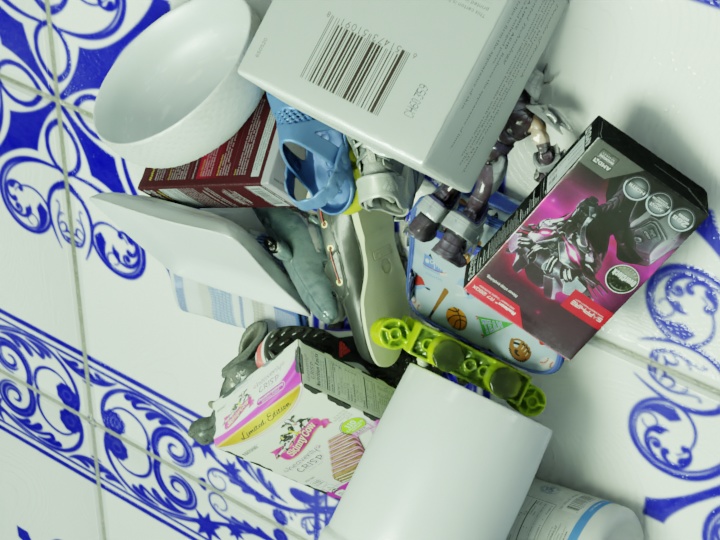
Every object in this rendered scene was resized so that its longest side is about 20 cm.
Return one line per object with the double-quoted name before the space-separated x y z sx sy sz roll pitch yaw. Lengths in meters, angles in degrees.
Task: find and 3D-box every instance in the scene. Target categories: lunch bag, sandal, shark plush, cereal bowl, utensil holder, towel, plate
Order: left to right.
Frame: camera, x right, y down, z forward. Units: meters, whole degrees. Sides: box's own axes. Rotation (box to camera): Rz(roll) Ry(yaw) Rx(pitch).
"cereal bowl" -0.167 -0.179 1.735 0.200 0.200 0.083 0 144 43
"plate" -0.166 -0.025 1.858 0.200 0.032 0.200 15 163 31
"towel" -0.147 0.007 1.963 0.200 0.024 0.147 16 129 34
"shark plush" -0.068 -0.032 1.818 0.091 0.083 0.200 -34 81 32
"sandal" -0.050 -0.138 1.660 0.079 0.087 0.200 -13 104 33
"utensil holder" 0.075 0.212 1.685 0.170 0.200 0.170 25 177 1
"lunch bag" 0.131 -0.001 1.663 0.200 0.076 0.160 25 130 27

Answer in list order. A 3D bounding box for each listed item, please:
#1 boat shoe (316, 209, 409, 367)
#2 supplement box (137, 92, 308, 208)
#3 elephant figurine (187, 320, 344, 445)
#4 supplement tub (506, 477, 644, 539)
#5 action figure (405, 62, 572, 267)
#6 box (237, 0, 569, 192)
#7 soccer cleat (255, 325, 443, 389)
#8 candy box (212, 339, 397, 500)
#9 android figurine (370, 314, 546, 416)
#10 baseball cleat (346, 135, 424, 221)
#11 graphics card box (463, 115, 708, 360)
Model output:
"boat shoe" 0.002 0.000 1.764 0.063 0.074 0.201 -5 98 38
"supplement box" -0.133 -0.123 1.785 0.200 0.109 0.061 2 159 42
"elephant figurine" -0.109 0.127 1.929 0.200 0.155 0.142 -166 67 -72
"supplement tub" 0.178 0.281 1.777 0.200 0.132 0.132 13 126 37
"action figure" 0.116 -0.105 1.573 0.130 0.069 0.200 40 108 29
"box" 0.039 -0.202 1.482 0.199 0.131 0.200 28 92 21
"soccer cleat" -0.012 0.093 1.812 0.073 0.200 0.068 142 130 -69
"candy box" -0.034 0.161 1.777 0.200 0.061 0.136 28 128 -34
"android figurine" 0.096 0.089 1.702 0.182 0.041 0.200 26 178 -9
"baseball cleat" 0.015 -0.128 1.625 0.070 0.106 0.200 -10 136 24
"graphics card box" 0.198 -0.025 1.526 0.125 0.051 0.200 35 118 -11
